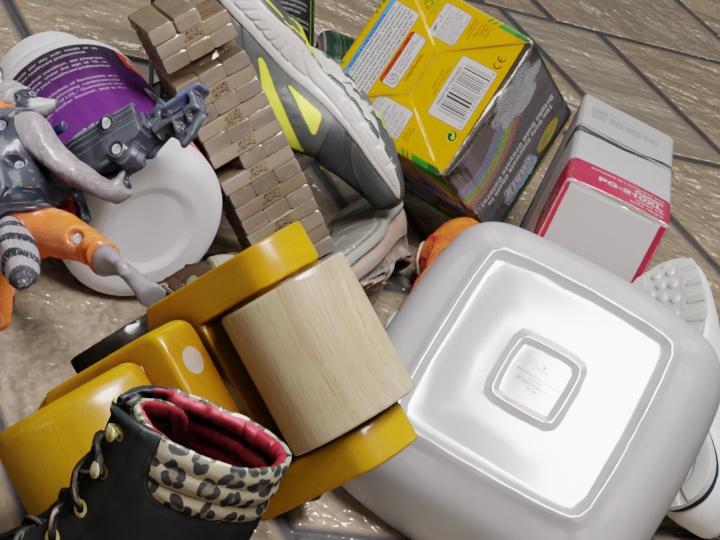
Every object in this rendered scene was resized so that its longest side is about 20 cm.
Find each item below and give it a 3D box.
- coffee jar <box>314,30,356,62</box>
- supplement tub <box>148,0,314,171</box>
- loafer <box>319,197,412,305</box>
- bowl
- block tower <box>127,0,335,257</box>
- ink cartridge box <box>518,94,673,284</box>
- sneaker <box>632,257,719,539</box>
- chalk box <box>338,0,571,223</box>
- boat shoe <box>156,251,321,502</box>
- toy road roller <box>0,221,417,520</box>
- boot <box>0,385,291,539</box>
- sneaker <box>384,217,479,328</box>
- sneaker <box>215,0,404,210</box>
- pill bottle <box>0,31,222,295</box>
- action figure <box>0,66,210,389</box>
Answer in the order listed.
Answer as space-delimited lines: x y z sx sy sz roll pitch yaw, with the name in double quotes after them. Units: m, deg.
0.047 -0.123 1.686 0.198 0.086 0.104 18 22 -10 "coffee jar"
-0.093 -0.172 1.486 0.121 0.202 0.123 1 -10 0 "supplement tub"
0.000 0.000 1.414 0.063 0.071 0.200 64 22 -12 "loafer"
0.098 0.075 1.187 0.199 0.200 0.075 30 -20 12 "bowl"
-0.080 -0.085 1.332 0.054 0.201 0.058 -29 27 -9 "block tower"
0.166 -0.025 1.517 0.084 0.146 0.200 25 24 0 "ink cartridge box"
0.218 0.085 1.367 0.080 0.076 0.202 35 45 -38 "sneaker"
0.072 -0.116 1.558 0.123 0.125 0.200 32 -6 22 "chalk box"
-0.080 0.070 1.206 0.074 0.075 0.203 -11 36 -15 "boat shoe"
-0.086 0.078 1.015 0.146 0.199 0.124 -31 91 -53 "toy road roller"
-0.142 0.114 0.928 0.202 0.155 0.074 20 23 -9 "boot"
0.075 0.007 1.442 0.073 0.077 0.200 38 24 -7 "sneaker"
-0.049 -0.112 1.398 0.200 0.084 0.075 49 12 -13 "sneaker"
-0.176 -0.079 1.350 0.112 0.113 0.200 6 30 -35 "pill bottle"
-0.179 -0.049 1.189 0.105 0.199 0.194 41 16 -51 "action figure"
